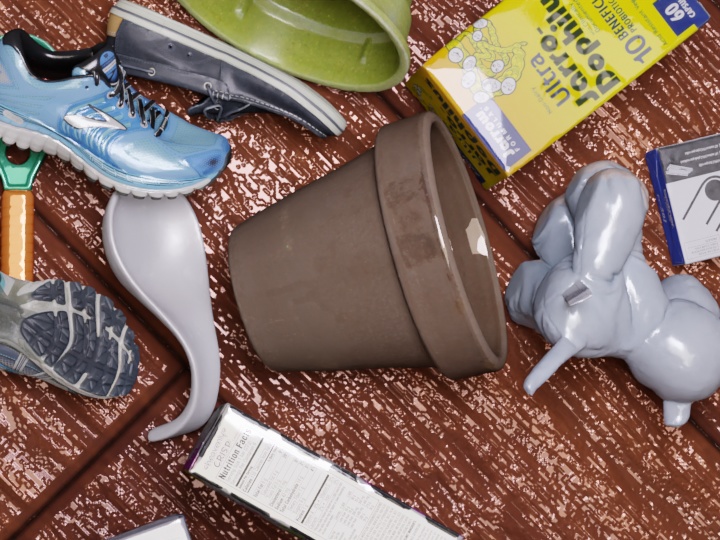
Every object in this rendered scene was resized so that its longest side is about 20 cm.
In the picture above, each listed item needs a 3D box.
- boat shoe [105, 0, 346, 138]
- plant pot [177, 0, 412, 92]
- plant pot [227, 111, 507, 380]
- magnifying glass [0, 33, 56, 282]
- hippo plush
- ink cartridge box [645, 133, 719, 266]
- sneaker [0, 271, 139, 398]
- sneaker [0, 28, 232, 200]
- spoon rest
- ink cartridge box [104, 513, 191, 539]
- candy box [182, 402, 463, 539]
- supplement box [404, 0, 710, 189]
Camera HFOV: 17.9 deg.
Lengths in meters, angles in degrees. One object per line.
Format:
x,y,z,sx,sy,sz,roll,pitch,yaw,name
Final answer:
-0.106,-0.141,1.736,0.200,0.075,0.062,24,93,-1,boat shoe
-0.022,-0.265,1.706,0.200,0.200,0.185,25,72,-4,plant pot
0.000,0.000,1.690,0.174,0.200,0.201,-16,88,10,plant pot
-0.261,-0.082,1.740,0.079,0.022,0.201,0,87,-6,magnifying glass
0.215,0.019,1.708,0.161,0.200,0.160,24,106,-12,hippo plush
0.333,-0.072,1.788,0.200,0.044,0.094,-14,90,-7,ink cartridge box
-0.259,0.041,1.712,0.200,0.086,0.078,28,63,-24,sneaker
-0.188,-0.119,1.687,0.200,0.078,0.090,19,119,-7,sneaker
-0.144,0.026,1.718,0.061,0.099,0.201,-9,92,38,spoon rest
-0.164,0.297,1.699,0.136,0.076,0.200,-19,87,-6,ink cartridge box
-0.031,0.172,1.690,0.200,0.136,0.061,30,83,-2,candy box
0.148,-0.167,1.743,0.200,0.110,0.109,-38,91,-6,supplement box
